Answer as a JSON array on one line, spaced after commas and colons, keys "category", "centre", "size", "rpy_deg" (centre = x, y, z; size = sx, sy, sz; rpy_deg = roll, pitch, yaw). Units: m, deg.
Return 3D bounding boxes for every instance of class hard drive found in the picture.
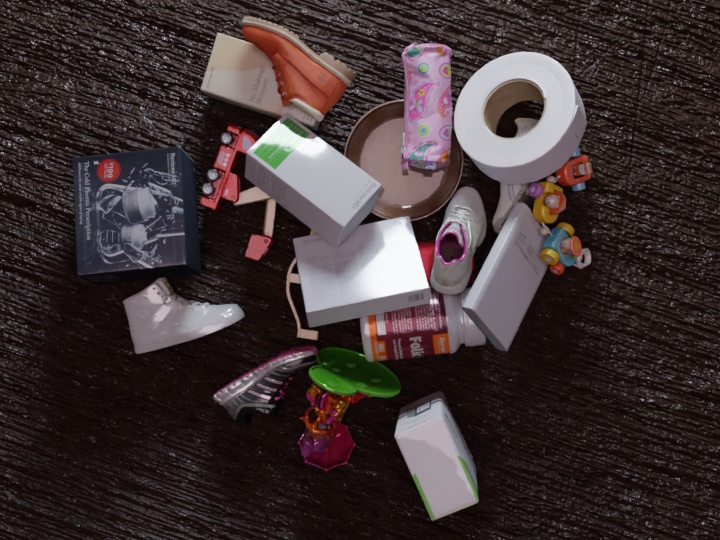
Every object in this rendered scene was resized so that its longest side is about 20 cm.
[{"category": "hard drive", "centre": [0.242, 0.011, 1.504], "size": [0.132, 0.026, 0.201], "rpy_deg": [46, 65, -40]}]

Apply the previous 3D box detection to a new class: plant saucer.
[{"category": "plant saucer", "centre": [0.072, -0.183, 1.571], "size": [0.199, 0.037, 0.202], "rpy_deg": [0, 94, 3]}]

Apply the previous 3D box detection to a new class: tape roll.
[{"category": "tape roll", "centre": [0.254, -0.243, 1.497], "size": [0.201, 0.071, 0.204], "rpy_deg": [-9, 68, 24]}]

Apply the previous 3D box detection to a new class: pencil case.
[{"category": "pencil case", "centre": [0.105, -0.260, 1.506], "size": [0.087, 0.087, 0.201], "rpy_deg": [1, 94, 3]}]

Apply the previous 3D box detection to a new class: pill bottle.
[{"category": "pill bottle", "centre": [0.102, 0.085, 1.544], "size": [0.199, 0.114, 0.115], "rpy_deg": [-6, 93, 4]}]

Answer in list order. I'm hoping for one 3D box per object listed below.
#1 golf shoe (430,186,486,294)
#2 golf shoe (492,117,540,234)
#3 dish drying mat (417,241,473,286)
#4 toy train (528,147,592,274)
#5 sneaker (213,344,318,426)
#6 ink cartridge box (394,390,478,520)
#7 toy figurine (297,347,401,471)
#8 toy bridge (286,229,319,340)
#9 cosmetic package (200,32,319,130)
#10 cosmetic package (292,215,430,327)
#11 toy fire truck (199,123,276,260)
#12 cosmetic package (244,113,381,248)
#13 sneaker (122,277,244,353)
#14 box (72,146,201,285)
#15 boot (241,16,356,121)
[{"category": "golf shoe", "centre": [0.161, -0.062, 1.515], "size": [0.075, 0.092, 0.201], "rpy_deg": [8, 61, 12]}, {"category": "golf shoe", "centre": [0.257, -0.158, 1.558], "size": [0.097, 0.078, 0.201], "rpy_deg": [29, 93, 24]}, {"category": "dish drying mat", "centre": [0.092, -0.010, 1.588], "size": [0.199, 0.018, 0.077], "rpy_deg": [-1, 92, 3]}, {"category": "toy train", "centre": [0.345, -0.094, 1.520], "size": [0.150, 0.055, 0.201], "rpy_deg": [-14, 99, -36]}, {"category": "sneaker", "centre": [-0.146, 0.197, 1.585], "size": [0.199, 0.074, 0.088], "rpy_deg": [-30, 92, 8]}, {"category": "ink cartridge box", "centre": [0.124, 0.292, 1.512], "size": [0.084, 0.200, 0.146], "rpy_deg": [-24, 91, 6]}, {"category": "toy figurine", "centre": [-0.046, 0.246, 1.537], "size": [0.150, 0.200, 0.185], "rpy_deg": [29, 106, 22]}, {"category": "toy bridge", "centre": [-0.091, 0.015, 1.593], "size": [0.067, 0.027, 0.201], "rpy_deg": [7, 92, 3]}, {"category": "cosmetic package", "centre": [-0.153, -0.312, 1.557], "size": [0.199, 0.071, 0.106], "rpy_deg": [16, 93, 2]}, {"category": "cosmetic package", "centre": [0.000, 0.000, 1.516], "size": [0.199, 0.052, 0.151], "rpy_deg": [-11, 56, -2]}, {"category": "toy fire truck", "centre": [-0.191, -0.131, 1.580], "size": [0.140, 0.049, 0.201], "rpy_deg": [21, 93, 1]}, {"category": "cosmetic package", "centre": [-0.078, -0.144, 1.512], "size": [0.200, 0.085, 0.108], "rpy_deg": [36, 65, 8]}, {"category": "sneaker", "centre": [-0.304, 0.060, 1.584], "size": [0.199, 0.074, 0.116], "rpy_deg": [-16, 95, 5]}, {"category": "box", "centre": [-0.367, -0.088, 1.545], "size": [0.181, 0.104, 0.201], "rpy_deg": [-6, 81, 2]}, {"category": "boot", "centre": [-0.118, -0.321, 1.486], "size": [0.199, 0.075, 0.108], "rpy_deg": [33, 96, 1]}]
